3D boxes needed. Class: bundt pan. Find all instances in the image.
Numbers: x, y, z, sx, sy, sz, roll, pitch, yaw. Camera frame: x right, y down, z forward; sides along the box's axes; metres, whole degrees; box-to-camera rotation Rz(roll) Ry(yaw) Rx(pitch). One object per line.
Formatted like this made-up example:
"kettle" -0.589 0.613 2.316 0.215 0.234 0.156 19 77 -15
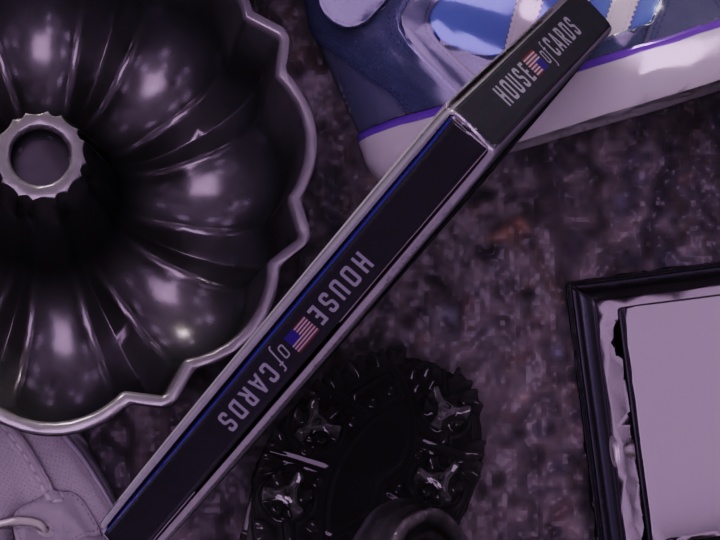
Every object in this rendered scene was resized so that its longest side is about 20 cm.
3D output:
"bundt pan" -0.117 -0.031 0.891 0.200 0.076 0.204 1 75 -5

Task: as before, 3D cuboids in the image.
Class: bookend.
"bookend" 0.128 0.090 0.814 0.091 0.200 0.200 -7 85 3

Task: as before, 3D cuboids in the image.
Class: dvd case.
"dvd case" 0.000 0.000 0.816 0.025 0.150 0.200 42 118 1

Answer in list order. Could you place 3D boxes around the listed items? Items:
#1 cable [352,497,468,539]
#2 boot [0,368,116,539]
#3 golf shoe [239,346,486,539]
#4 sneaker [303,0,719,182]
"cable" 0.054 0.136 0.835 0.050 0.201 0.097 23 59 32
"boot" -0.115 0.113 0.880 0.073 0.096 0.200 -37 84 0
"golf shoe" -0.016 0.120 0.869 0.077 0.095 0.201 24 59 6
"sneaker" 0.073 -0.127 0.895 0.199 0.081 0.148 -17 88 8
